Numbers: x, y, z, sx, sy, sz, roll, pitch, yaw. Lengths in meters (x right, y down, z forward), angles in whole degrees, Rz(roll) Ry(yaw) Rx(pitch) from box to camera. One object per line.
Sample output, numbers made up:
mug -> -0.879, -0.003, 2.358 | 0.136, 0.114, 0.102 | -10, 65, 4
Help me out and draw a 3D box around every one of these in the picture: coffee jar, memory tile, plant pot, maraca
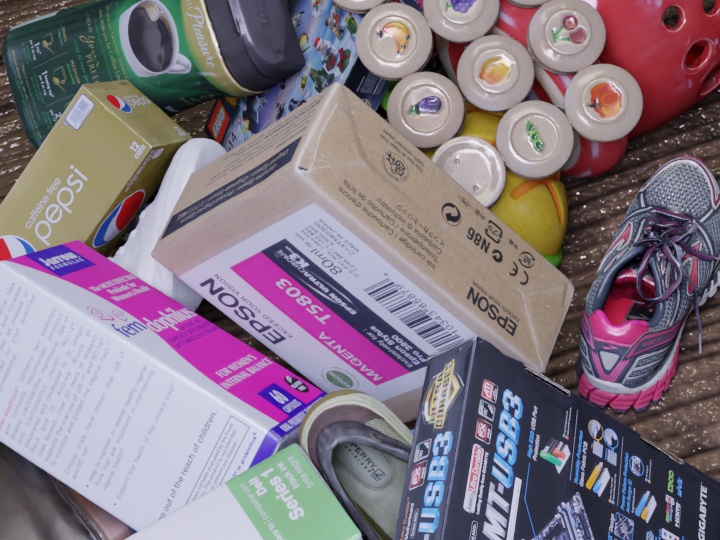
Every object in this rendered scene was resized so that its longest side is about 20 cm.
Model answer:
coffee jar -> -0.140, -0.151, 1.106 | 0.199, 0.085, 0.105 | -18, 87, 20
memory tile -> 0.076, -0.148, 1.022 | 0.153, 0.017, 0.200 | -27, 83, -1
plant pot -> 0.161, -0.180, 1.137 | 0.182, 0.201, 0.200 | -42, 54, -15
maraca -> 0.072, -0.069, 1.103 | 0.107, 0.137, 0.200 | -48, 43, 17

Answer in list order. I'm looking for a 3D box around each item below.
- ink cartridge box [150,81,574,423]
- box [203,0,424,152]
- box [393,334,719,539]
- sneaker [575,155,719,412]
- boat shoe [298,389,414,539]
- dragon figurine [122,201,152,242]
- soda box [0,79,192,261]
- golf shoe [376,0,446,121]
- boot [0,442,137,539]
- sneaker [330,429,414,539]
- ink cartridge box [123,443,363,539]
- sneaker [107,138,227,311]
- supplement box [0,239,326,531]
ink cartridge box -> 0.000, 0.000, 0.965 | 0.165, 0.200, 0.075 | -27, 31, 48
box -> -0.039, -0.139, 1.138 | 0.040, 0.200, 0.137 | 4, 37, -34
box -> 0.106, 0.165, 0.844 | 0.050, 0.198, 0.201 | -31, 38, 46
sneaker -> 0.198, -0.002, 1.051 | 0.080, 0.075, 0.200 | 11, 51, 19
boat shoe -> 0.045, 0.149, 0.881 | 0.072, 0.201, 0.066 | -44, 12, 11
dragon figurine -> -0.118, -0.028, 1.139 | 0.099, 0.059, 0.200 | -26, 50, -13
soda box -> -0.201, -0.029, 1.065 | 0.064, 0.200, 0.068 | 41, 19, 7
golf shoe -> 0.028, -0.163, 1.229 | 0.092, 0.073, 0.200 | 25, 47, 35
boot -> -0.229, 0.142, 0.999 | 0.097, 0.075, 0.200 | -36, 55, -25
sneaker -> 0.066, 0.140, 0.951 | 0.199, 0.071, 0.083 | -7, 42, -1
ink cartridge box -> -0.090, 0.207, 0.868 | 0.200, 0.146, 0.084 | -27, 47, -15
sneaker -> -0.146, 0.005, 1.053 | 0.088, 0.075, 0.201 | 15, 89, 26
supplement box -> -0.133, 0.078, 0.961 | 0.200, 0.104, 0.101 | 30, 16, 11
